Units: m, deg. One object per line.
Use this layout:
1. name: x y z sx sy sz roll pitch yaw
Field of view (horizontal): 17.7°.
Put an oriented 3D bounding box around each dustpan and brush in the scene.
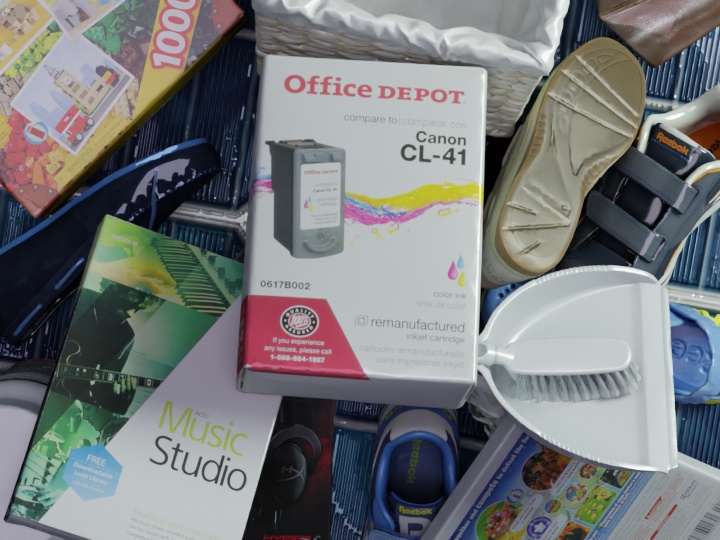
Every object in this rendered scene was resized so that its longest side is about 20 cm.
1. dustpan and brush: 0.103 0.058 1.481 0.198 0.057 0.141 -1 65 2

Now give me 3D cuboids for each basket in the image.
1. basket: 0.036 -0.212 1.512 0.198 0.161 0.200 13 72 -2

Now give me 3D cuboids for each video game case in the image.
1. video game case: 0.154 0.171 1.577 0.199 0.018 0.144 24 111 -28

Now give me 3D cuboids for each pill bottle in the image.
1. pill bottle: -0.223 0.125 1.538 0.113 0.200 0.115 0 94 0

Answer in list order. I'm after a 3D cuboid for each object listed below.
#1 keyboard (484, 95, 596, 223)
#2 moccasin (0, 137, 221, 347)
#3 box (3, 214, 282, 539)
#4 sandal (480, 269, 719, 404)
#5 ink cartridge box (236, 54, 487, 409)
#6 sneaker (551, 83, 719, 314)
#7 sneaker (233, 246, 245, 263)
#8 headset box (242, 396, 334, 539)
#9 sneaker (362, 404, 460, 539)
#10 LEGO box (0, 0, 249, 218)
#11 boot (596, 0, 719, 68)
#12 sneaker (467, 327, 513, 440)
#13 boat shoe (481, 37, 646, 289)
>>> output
1. keyboard: 0.075 -0.099 1.615 0.199 0.040 0.105 24 113 -1
2. moccasin: -0.173 -0.017 1.596 0.199 0.080 0.069 -33 79 15
3. box: -0.123 0.082 1.442 0.143 0.036 0.202 19 71 -12
4. sandal: 0.180 0.043 1.593 0.198 0.087 0.080 13 98 2
5. ink cartridge box: 0.002 -0.023 1.430 0.146 0.086 0.202 3 77 -3
6. sneaker: 0.196 -0.048 1.563 0.078 0.080 0.200 34 71 26
7. sneaker: 0.000 0.000 1.596 0.199 0.078 0.100 -21 110 9
8. headset box: -0.090 0.087 1.562 0.147 0.077 0.202 2 120 -1
9. sneaker: 0.034 0.187 1.604 0.073 0.082 0.202 -1 96 -2
10. LEGO box: -0.196 -0.158 1.580 0.200 0.077 0.149 -44 93 2
11. boot: 0.270 -0.177 1.589 0.199 0.064 0.187 -26 81 -2
12. sneaker: 0.103 0.122 1.578 0.200 0.076 0.116 31 99 -30
13. boat shoe: 0.128 -0.072 1.545 0.072 0.065 0.201 35 60 -13
